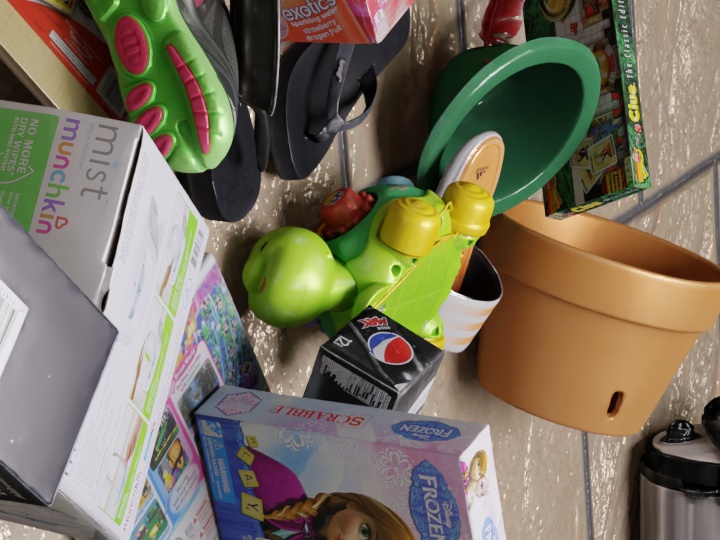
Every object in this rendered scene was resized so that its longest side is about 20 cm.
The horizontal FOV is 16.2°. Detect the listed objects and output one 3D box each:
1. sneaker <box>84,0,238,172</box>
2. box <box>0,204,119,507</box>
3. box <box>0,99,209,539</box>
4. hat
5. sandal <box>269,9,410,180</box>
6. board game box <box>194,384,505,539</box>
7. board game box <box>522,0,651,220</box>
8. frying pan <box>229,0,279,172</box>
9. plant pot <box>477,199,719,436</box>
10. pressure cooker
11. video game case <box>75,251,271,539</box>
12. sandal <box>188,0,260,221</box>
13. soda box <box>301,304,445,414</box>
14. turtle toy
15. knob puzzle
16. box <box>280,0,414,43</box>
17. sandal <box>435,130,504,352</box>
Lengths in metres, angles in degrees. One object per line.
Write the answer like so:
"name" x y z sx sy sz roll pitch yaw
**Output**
"sneaker" -0.117 -0.154 1.457 0.084 0.076 0.202 -12 91 -80
"box" -0.250 0.018 1.215 0.200 0.181 0.105 52 51 -49
"box" -0.164 0.034 1.404 0.177 0.096 0.202 61 41 -71
"hat" 0.071 -0.154 1.912 0.199 0.176 0.166 0 129 -48
"sandal" -0.009 -0.140 1.751 0.201 0.043 0.076 -58 140 -39
"board game box" 0.001 0.180 1.615 0.041 0.198 0.201 -43 130 -48
"board game box" 0.171 -0.149 1.945 0.023 0.105 0.202 3 75 -35
"frying pan" -0.066 -0.141 1.544 0.190 0.031 0.116 119 -31 -74
"plant pot" 0.174 0.040 1.975 0.200 0.199 0.141 -1 111 -60
"pressure cooker" 0.337 0.215 2.283 0.178 0.175 0.202 -10 102 -42
"video game case" -0.119 0.121 1.621 0.201 0.024 0.183 -58 140 -38
"sandal" -0.091 -0.125 1.594 0.076 0.043 0.201 -52 137 -43
"soda box" -0.013 0.126 1.680 0.071 0.063 0.201 -39 156 -51
"turtle toy" 0.000 0.000 1.729 0.200 0.101 0.147 -16 132 -56
"knob puzzle" -0.155 -0.181 1.478 0.219 0.030 0.222 7 81 -48
"box" 0.003 -0.244 1.701 0.200 0.099 0.096 -53 137 -42
"sandal" 0.073 0.001 1.841 0.079 0.059 0.208 -16 132 -49
